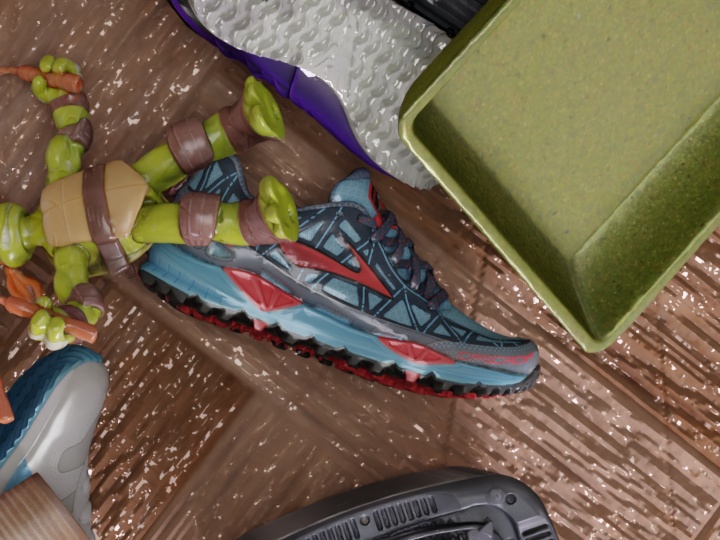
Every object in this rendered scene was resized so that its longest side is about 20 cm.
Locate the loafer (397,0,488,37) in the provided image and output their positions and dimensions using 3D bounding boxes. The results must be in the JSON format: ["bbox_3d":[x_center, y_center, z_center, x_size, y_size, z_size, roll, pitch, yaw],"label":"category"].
[{"bbox_3d":[0.019,-0.172,1.417,0.200,0.068,0.070,36,96,-4],"label":"loafer"}]

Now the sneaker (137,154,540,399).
[{"bbox_3d":[0.000,0.000,1.415,0.199,0.079,0.096,20,87,-8],"label":"sneaker"}]

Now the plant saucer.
[{"bbox_3d":[0.120,-0.091,1.409,0.200,0.048,0.200,-47,131,-5],"label":"plant saucer"}]

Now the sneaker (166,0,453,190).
[{"bbox_3d":[-0.026,-0.115,1.410,0.200,0.099,0.070,38,85,-38],"label":"sneaker"}]

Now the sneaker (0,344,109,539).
[{"bbox_3d":[-0.157,0.132,1.403,0.081,0.077,0.201,21,95,-15],"label":"sneaker"}]

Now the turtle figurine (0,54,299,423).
[{"bbox_3d":[-0.111,-0.021,1.368,0.161,0.064,0.201,-14,53,11],"label":"turtle figurine"}]

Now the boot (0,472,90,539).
[{"bbox_3d":[-0.153,0.211,1.343,0.155,0.074,0.200,-38,94,-7],"label":"boot"}]

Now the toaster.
[{"bbox_3d":[0.019,0.156,1.395,0.199,0.129,0.114,-20,95,-6],"label":"toaster"}]
